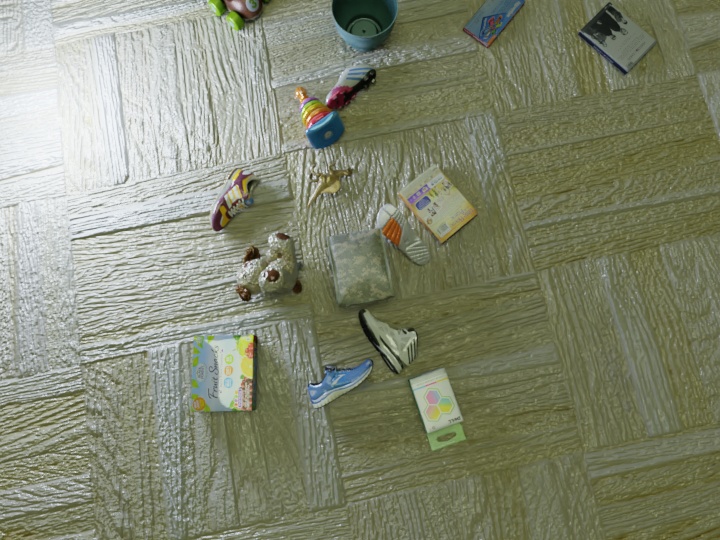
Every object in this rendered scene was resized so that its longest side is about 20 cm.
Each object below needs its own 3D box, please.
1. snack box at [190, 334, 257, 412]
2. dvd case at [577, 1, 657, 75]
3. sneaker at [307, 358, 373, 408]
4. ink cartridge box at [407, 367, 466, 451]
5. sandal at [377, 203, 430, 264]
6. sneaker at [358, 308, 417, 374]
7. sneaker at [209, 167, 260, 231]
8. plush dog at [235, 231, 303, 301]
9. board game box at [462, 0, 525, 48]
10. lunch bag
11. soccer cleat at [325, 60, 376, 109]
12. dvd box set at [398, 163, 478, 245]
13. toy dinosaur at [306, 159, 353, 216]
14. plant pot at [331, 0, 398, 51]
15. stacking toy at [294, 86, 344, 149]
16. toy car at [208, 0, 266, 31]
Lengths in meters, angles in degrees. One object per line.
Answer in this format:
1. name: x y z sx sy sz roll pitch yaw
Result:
1. snack box: -0.368 0.279 1.431 0.166 0.068 0.203 0 77 0
2. dvd case: 0.809 -0.732 1.660 0.150 0.025 0.200 -44 82 -8
3. sneaker: -0.055 0.289 1.424 0.198 0.079 0.090 -29 82 -6
4. ink cartridge box: 0.209 0.374 1.415 0.102 0.059 0.203 -18 79 -4
5. sandal: 0.120 -0.100 1.518 0.079 0.059 0.207 -40 102 3
6. sneaker: 0.085 0.173 1.460 0.115 0.076 0.202 -34 88 -16
7. sneaker: -0.362 -0.198 1.524 0.089 0.075 0.202 20 80 9
8. plush dog: -0.263 0.011 1.468 0.169 0.161 0.202 -4 50 13
9. board game box: 0.426 -0.811 1.678 0.103 0.019 0.201 38 81 9
10. lunch bag: 0.000 0.000 1.463 0.162 0.118 0.203 -9 74 -3
11. soccer cleat: -0.042 -0.566 1.606 0.199 0.070 0.086 -39 68 -16
12. dvd box set: 0.227 -0.195 1.546 0.146 0.029 0.201 -39 80 -8
13. toy dinosaur: -0.110 -0.260 1.546 0.200 0.058 0.101 -42 83 -8
14. plant pot: 0.012 -0.762 1.608 0.197 0.134 0.203 0 79 0
15. stacking toy: -0.143 -0.475 1.576 0.115 0.110 0.201 -33 69 2
16. toy car: -0.381 -0.874 1.597 0.157 0.200 0.165 40 81 8
